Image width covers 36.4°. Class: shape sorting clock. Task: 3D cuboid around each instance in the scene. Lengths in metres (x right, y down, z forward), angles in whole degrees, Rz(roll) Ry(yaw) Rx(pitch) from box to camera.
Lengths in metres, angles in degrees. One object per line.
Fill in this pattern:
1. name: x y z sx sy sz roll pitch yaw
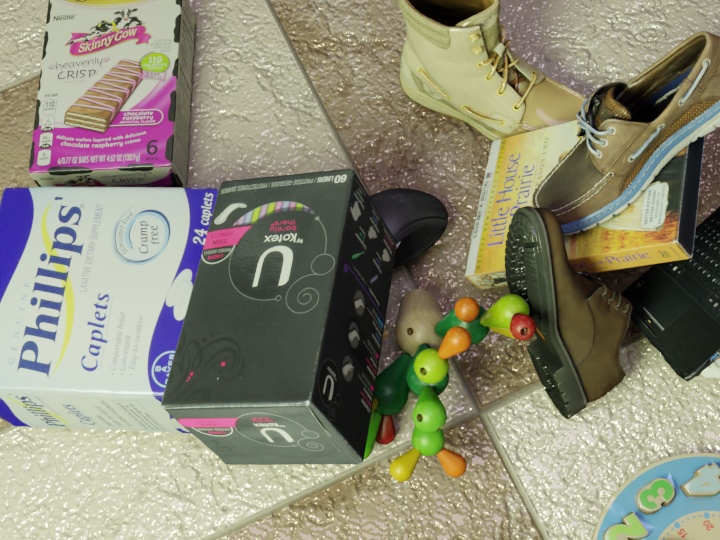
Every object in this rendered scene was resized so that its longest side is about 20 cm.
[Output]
1. shape sorting clock: 0.277 0.239 0.846 0.199 0.039 0.201 -2 68 4

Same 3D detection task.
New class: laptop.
1. laptop: 0.269 -0.044 0.842 0.200 0.177 0.103 -43 105 10

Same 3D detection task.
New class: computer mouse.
1. computer mouse: 0.000 0.000 0.943 0.199 0.046 0.141 -30 49 -8

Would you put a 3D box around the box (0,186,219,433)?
1. box: -0.210 0.033 0.926 0.199 0.105 0.185 0 67 10

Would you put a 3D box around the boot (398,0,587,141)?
1. boot: 0.125 -0.185 0.971 0.199 0.156 0.073 25 71 14

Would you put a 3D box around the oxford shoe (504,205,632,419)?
1. oxford shoe: 0.168 0.022 0.871 0.084 0.201 0.073 -26 37 -4

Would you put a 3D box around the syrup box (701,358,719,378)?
1. syrup box: 0.342 -0.008 0.908 0.081 0.079 0.200 46 74 -15

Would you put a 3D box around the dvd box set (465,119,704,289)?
1. dvd box set: 0.187 -0.065 0.920 0.199 0.029 0.147 -9 56 41

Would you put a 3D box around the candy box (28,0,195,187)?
1. candy box: -0.233 -0.171 1.044 0.136 0.061 0.201 -3 67 4

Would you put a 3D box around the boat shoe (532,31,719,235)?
1. boat shoe: 0.204 -0.111 0.851 0.200 0.072 0.072 -42 39 16

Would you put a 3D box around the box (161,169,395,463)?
1. box: -0.055 0.036 0.839 0.122 0.106 0.201 -5 56 22

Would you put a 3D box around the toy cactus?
1. toy cactus: 0.063 0.074 0.890 0.102 0.200 0.165 27 27 -19
